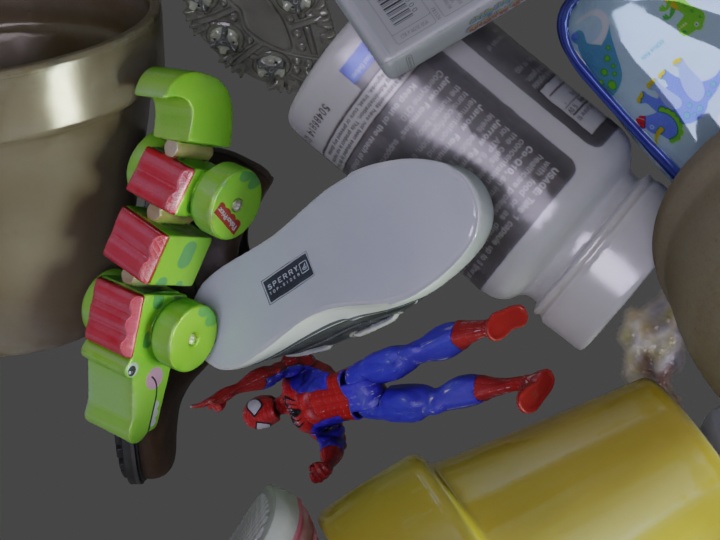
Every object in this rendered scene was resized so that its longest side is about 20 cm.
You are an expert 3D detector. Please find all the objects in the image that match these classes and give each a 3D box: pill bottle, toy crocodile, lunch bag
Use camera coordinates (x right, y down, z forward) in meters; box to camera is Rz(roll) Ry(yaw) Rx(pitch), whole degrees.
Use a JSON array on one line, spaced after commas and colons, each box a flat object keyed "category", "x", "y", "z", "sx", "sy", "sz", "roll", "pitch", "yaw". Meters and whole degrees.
[{"category": "pill bottle", "x": 0.070, "y": -0.058, "z": 1.075, "sx": 0.200, "sy": 0.114, "sz": 0.114, "roll": 41, "pitch": 103, "yaw": 4}, {"category": "toy crocodile", "x": -0.107, "y": -0.008, "z": 1.056, "sx": 0.067, "sy": 0.062, "sz": 0.200, "roll": 27, "pitch": 106, "yaw": 34}, {"category": "lunch bag", "x": 0.217, "y": -0.135, "z": 1.055, "sx": 0.200, "sy": 0.082, "sz": 0.161, "roll": -38, "pitch": 92, "yaw": 14}]

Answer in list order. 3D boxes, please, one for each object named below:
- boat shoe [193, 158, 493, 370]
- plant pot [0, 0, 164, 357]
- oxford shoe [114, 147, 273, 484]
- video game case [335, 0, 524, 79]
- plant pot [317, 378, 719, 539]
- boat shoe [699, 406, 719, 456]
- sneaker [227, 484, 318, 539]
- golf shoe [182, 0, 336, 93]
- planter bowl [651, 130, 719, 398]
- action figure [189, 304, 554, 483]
[{"category": "boat shoe", "x": 0.000, "y": 0.000, "z": 1.052, "sx": 0.200, "sy": 0.068, "sz": 0.072, "roll": -31, "pitch": 71, "yaw": 37}, {"category": "plant pot", "x": -0.197, "y": -0.054, "z": 1.102, "sx": 0.199, "sy": 0.200, "sz": 0.174, "roll": 0, "pitch": 113, "yaw": 11}, {"category": "oxford shoe", "x": -0.092, "y": 0.031, "z": 1.141, "sx": 0.084, "sy": 0.073, "sz": 0.200, "roll": 13, "pitch": 104, "yaw": -2}, {"category": "video game case", "x": 0.042, "y": -0.219, "z": 1.044, "sx": 0.182, "sy": 0.023, "sz": 0.200, "roll": -31, "pitch": 66, "yaw": -3}, {"category": "plant pot", "x": 0.107, "y": 0.159, "z": 1.065, "sx": 0.189, "sy": 0.201, "sz": 0.201, "roll": -34, "pitch": 90, "yaw": -3}, {"category": "boat shoe", "x": 0.251, "y": 0.120, "z": 1.041, "sx": 0.067, "sy": 0.073, "sz": 0.200, "roll": -56, "pitch": 42, "yaw": 18}, {"category": "sneaker", "x": -0.030, "y": 0.179, "z": 1.098, "sx": 0.105, "sy": 0.200, "sz": 0.075, "roll": 29, "pitch": 68, "yaw": -1}, {"category": "golf shoe", "x": -0.074, "y": -0.190, "z": 1.107, "sx": 0.078, "sy": 0.097, "sz": 0.200, "roll": -24, "pitch": 120, "yaw": 25}, {"category": "planter bowl", "x": 0.246, "y": 0.023, "z": 0.962, "sx": 0.200, "sy": 0.135, "sz": 0.200, "roll": -2, "pitch": 138, "yaw": -2}, {"category": "action figure", "x": -0.006, "y": 0.072, "z": 1.088, "sx": 0.200, "sy": 0.099, "sz": 0.065, "roll": -14, "pitch": 102, "yaw": 44}]
